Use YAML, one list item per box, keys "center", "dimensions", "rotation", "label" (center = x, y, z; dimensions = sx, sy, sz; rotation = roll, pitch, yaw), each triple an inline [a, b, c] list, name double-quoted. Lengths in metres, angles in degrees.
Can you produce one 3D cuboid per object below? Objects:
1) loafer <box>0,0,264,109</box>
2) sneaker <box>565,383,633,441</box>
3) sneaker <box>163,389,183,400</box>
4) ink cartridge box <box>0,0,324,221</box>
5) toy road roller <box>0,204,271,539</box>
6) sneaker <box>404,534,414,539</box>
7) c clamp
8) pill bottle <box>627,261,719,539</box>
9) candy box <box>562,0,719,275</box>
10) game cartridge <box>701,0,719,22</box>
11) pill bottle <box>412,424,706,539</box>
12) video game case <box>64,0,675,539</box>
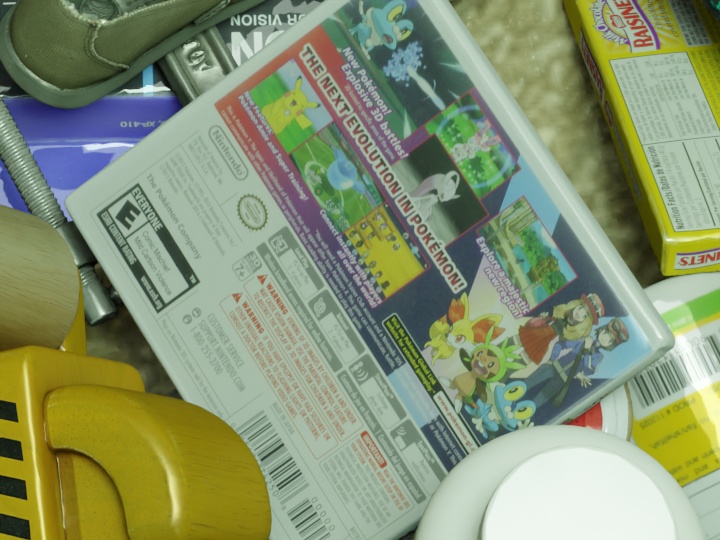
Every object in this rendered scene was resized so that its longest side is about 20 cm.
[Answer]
- center: [-0.069, -0.144, 1.228]
  dimensions: [0.075, 0.070, 0.200]
  rotation: [45, 63, 1]
  label: "loafer"
- center: [0.027, 0.018, 1.183]
  dimensions: [0.071, 0.112, 0.200]
  rotation: [-56, 40, 13]
  label: "sneaker"
- center: [-0.085, 0.081, 1.213]
  dimensions: [0.200, 0.082, 0.075]
  rotation: [-31, 79, -10]
  label: "sneaker"
- center: [-0.072, -0.115, 1.291]
  dimensions: [0.198, 0.043, 0.200]
  rotation: [-2, 76, -5]
  label: "ink cartridge box"
- center: [-0.119, 0.061, 1.122]
  dimensions: [0.146, 0.123, 0.200]
  rotation: [-11, 79, 21]
  label: "toy road roller"
- center: [0.025, 0.146, 1.210]
  dimensions: [0.200, 0.077, 0.081]
  rotation: [-2, 73, -7]
  label: "sneaker"
- center: [-0.134, -0.071, 1.238]
  dimensions: [0.171, 0.027, 0.200]
  rotation: [-22, 80, -10]
  label: "c clamp"
- center: [0.165, 0.104, 1.214]
  dimensions: [0.111, 0.111, 0.200]
  rotation: [-22, 78, -11]
  label: "pill bottle"
- center: [0.159, -0.073, 1.254]
  dimensions: [0.102, 0.026, 0.200]
  rotation: [-7, 41, -6]
  label: "candy box"
- center: [0.188, -0.128, 1.256]
  dimensions: [0.130, 0.038, 0.200]
  rotation: [-4, 51, -49]
  label: "game cartridge"
- center: [0.071, 0.124, 1.077]
  dimensions: [0.111, 0.200, 0.111]
  rotation: [1, 72, -4]
  label: "pill bottle"
- center: [0.000, 0.000, 1.153]
  dimensions: [0.182, 0.023, 0.200]
  rotation: [-36, 74, 13]
  label: "video game case"
